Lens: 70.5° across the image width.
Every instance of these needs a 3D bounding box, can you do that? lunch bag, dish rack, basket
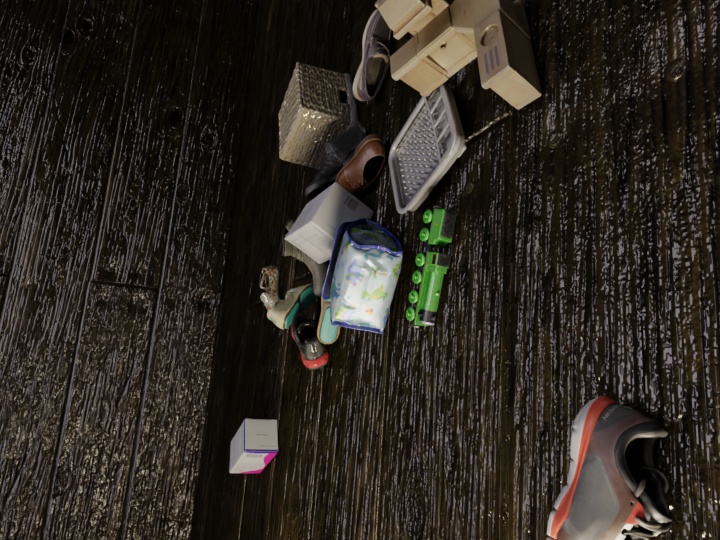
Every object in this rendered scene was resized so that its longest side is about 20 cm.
[{"bbox_3d":[0.000,0.000,0.993,0.200,0.126,0.171,-99,22,-70],"label":"lunch bag"},{"bbox_3d":[0.116,-0.211,0.891,0.200,0.043,0.173,128,142,-48],"label":"dish rack"},{"bbox_3d":[-0.120,-0.405,1.360,0.200,0.160,0.200,126,144,-49],"label":"basket"}]

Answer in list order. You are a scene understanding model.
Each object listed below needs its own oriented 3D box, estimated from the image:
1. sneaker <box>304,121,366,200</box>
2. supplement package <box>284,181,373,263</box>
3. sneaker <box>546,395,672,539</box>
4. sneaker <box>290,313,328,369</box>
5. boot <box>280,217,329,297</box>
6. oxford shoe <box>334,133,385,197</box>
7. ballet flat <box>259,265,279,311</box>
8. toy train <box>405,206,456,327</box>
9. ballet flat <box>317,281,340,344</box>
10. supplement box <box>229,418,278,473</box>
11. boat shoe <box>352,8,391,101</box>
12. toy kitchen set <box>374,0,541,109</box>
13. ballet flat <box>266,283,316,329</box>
[{"bbox_3d":[-0.062,-0.260,1.213,0.199,0.060,0.105,-31,69,11],"label":"sneaker"},{"bbox_3d":[-0.077,-0.102,1.166,0.110,0.113,0.200,-60,18,-19],"label":"supplement package"},{"bbox_3d":[0.224,0.219,0.449,0.082,0.077,0.202,3,85,60],"label":"sneaker"},{"bbox_3d":[-0.133,0.152,1.260,0.201,0.070,0.099,-125,21,-57],"label":"sneaker"},{"bbox_3d":[-0.146,-0.033,1.312,0.068,0.130,0.202,141,134,-57],"label":"boot"},{"bbox_3d":[-0.005,-0.204,1.137,0.200,0.071,0.072,-56,39,42],"label":"oxford shoe"},{"bbox_3d":[-0.311,0.072,1.733,0.076,0.063,0.201,-53,36,45],"label":"ballet flat"},{"bbox_3d":[0.116,-0.004,0.823,0.056,0.041,0.202,10,91,56],"label":"toy train"},{"bbox_3d":[-0.063,0.069,1.172,0.063,0.068,0.202,-109,35,-71],"label":"ballet flat"},{"bbox_3d":[-0.326,0.535,1.546,0.200,0.100,0.104,124,147,-43],"label":"supplement box"},{"bbox_3d":[0.038,-0.482,1.148,0.065,0.071,0.202,33,109,52],"label":"boat shoe"},{"bbox_3d":[0.113,-0.302,0.723,0.199,0.162,0.182,-26,57,43],"label":"toy kitchen set"},{"bbox_3d":[-0.173,0.080,1.289,0.070,0.069,0.200,-68,-10,27],"label":"ballet flat"}]
